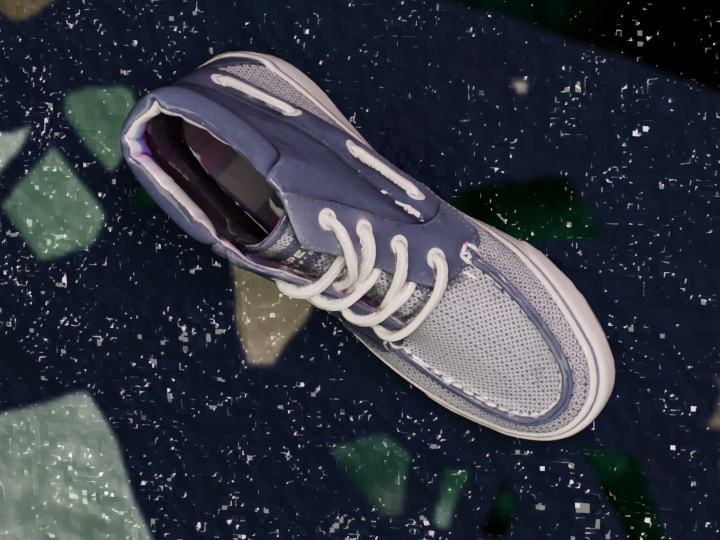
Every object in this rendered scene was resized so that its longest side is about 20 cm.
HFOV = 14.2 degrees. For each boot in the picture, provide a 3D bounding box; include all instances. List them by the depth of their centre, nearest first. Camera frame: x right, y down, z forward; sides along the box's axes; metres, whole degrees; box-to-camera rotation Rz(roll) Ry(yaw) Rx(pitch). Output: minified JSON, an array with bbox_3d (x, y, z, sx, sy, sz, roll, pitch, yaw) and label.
[{"bbox_3d":[0.000,0.000,1.056,0.200,0.090,0.073,38,112,7],"label":"boot"}]
